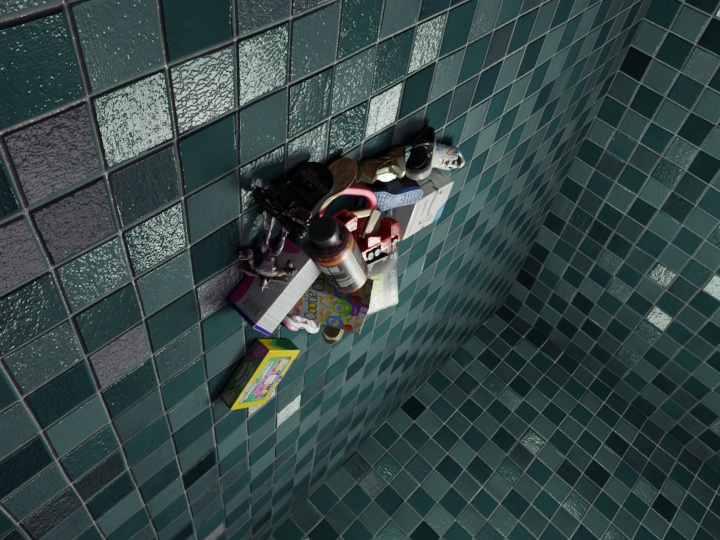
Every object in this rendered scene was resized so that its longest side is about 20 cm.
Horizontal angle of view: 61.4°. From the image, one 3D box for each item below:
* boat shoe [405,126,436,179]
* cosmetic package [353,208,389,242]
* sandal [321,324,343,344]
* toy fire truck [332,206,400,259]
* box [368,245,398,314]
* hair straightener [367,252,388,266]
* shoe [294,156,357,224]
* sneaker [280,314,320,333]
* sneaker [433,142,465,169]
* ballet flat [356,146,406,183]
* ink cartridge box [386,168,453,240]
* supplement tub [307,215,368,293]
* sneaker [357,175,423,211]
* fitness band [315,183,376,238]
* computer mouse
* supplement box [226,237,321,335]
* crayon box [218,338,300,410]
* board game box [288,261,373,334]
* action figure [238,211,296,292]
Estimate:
[{"bbox_3d":[0.156,-0.311,1.585,0.202,0.070,0.072,-71,159,-48],"label":"boat shoe"},{"bbox_3d":[-0.018,-0.074,1.613,0.199,0.087,0.104,-40,153,-25],"label":"cosmetic package"},{"bbox_3d":[-0.082,0.163,1.769,0.069,0.079,0.211,-19,166,-41],"label":"sandal"},{"bbox_3d":[0.021,-0.104,1.512,0.198,0.048,0.144,-29,132,-33],"label":"toy fire truck"},{"bbox_3d":[0.038,0.018,1.759,0.158,0.044,0.205,-16,114,-36],"label":"box"},{"bbox_3d":[0.000,0.000,1.665,0.199,0.041,0.078,-36,124,-26],"label":"hair straightener"},{"bbox_3d":[-0.086,-0.183,1.372,0.200,0.053,0.070,-47,114,-18],"label":"shoe"},{"bbox_3d":[-0.153,0.116,1.659,0.088,0.079,0.200,-64,163,4],"label":"sneaker"},{"bbox_3d":[0.244,-0.326,1.768,0.198,0.072,0.073,-18,143,-52],"label":"sneaker"},{"bbox_3d":[0.070,-0.259,1.526,0.198,0.072,0.069,-27,149,-47],"label":"ballet flat"},{"bbox_3d":[0.172,-0.198,1.802,0.199,0.084,0.148,-33,152,-40],"label":"ink cartridge box"},{"bbox_3d":[-0.054,-0.039,1.401,0.107,0.106,0.201,-46,145,-12],"label":"supplement tub"},{"bbox_3d":[0.069,-0.212,1.615,0.196,0.079,0.071,-9,141,-29],"label":"sneaker"},{"bbox_3d":[-0.039,-0.143,1.492,0.198,0.037,0.146,-3,121,-48],"label":"fitness band"},{"bbox_3d":[-0.128,-0.155,1.263,0.200,0.138,0.053,-49,-179,-40],"label":"computer mouse"},{"bbox_3d":[-0.197,0.034,1.407,0.201,0.101,0.103,-50,158,-3],"label":"supplement box"},{"bbox_3d":[-0.278,0.285,1.687,0.202,0.058,0.172,-56,157,8],"label":"crayon box"},{"bbox_3d":[-0.077,0.064,1.530,0.106,0.195,0.104,-79,-174,-49],"label":"board game box"},{"bbox_3d":[-0.194,-0.045,1.302,0.127,0.070,0.204,10,111,-16],"label":"action figure"}]
